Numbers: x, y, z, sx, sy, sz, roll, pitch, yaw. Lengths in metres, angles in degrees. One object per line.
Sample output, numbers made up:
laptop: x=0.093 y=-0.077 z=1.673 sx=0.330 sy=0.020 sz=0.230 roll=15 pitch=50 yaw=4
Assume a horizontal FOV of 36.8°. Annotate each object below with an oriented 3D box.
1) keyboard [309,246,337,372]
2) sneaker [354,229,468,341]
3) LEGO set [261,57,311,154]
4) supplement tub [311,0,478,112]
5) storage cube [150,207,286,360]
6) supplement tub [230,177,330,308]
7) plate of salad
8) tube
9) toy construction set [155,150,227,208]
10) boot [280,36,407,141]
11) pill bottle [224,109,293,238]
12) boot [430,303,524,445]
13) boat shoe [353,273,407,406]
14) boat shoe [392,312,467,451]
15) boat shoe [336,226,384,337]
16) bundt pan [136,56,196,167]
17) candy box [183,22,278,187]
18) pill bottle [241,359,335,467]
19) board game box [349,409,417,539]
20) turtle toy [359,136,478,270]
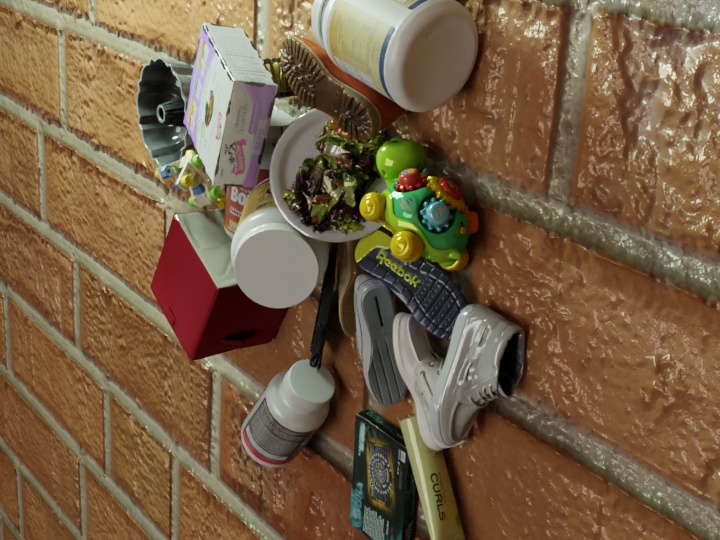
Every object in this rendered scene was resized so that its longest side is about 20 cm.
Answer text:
keyboard: x=-0.060 y=0.072 z=1.664 sx=0.201 sy=0.020 sz=0.128 roll=102 pitch=173 yaw=-45
sneaker: x=0.083 y=0.020 z=1.492 sx=0.074 sy=0.082 sz=0.200 roll=-48 pitch=67 yaw=6
LEGO set: x=-0.076 y=-0.242 z=1.591 sx=0.153 sy=0.115 sz=0.203 roll=21 pitch=116 yaw=49
supplement tub: x=0.040 y=-0.304 z=1.393 sx=0.200 sy=0.143 sz=0.146 roll=39 pitch=129 yaw=42
storage cube: x=-0.232 y=0.014 z=1.833 sx=0.201 sy=0.169 sz=0.181 roll=56 pitch=138 yaw=28
supplement tub: x=-0.115 y=-0.045 z=1.609 sx=0.201 sy=0.143 sz=0.147 roll=-86 pitch=4 yaw=-64
plate of salad: x=-0.031 y=-0.140 z=1.503 sx=0.048 sy=0.198 sz=0.202 roll=61 pitch=-172 yaw=-77
tube: x=0.106 y=0.305 z=1.542 sx=0.052 sy=0.057 sz=0.202 roll=120 pitch=137 yaw=-75
toy construction set: x=-0.238 y=-0.185 z=1.802 sx=0.131 sy=0.201 sz=0.092 roll=48 pitch=156 yaw=-23
boot: x=-0.023 y=-0.264 z=1.503 sx=0.200 sy=0.107 sz=0.075 roll=43 pitch=141 yaw=18
pill bottle: x=-0.158 y=-0.150 z=1.735 sx=0.112 sy=0.111 sz=0.202 roll=35 pitch=126 yaw=44
boot: x=0.155 y=0.151 z=1.413 sx=0.095 sy=0.073 sz=0.203 roll=28 pitch=114 yaw=46
boat shoe: x=0.031 y=0.097 z=1.584 sx=0.067 sy=0.073 sz=0.202 roll=-125 pitch=26 yaw=-63
boat shoe: x=0.102 y=0.149 z=1.503 sx=0.069 sy=0.071 sz=0.202 roll=-15 pitch=98 yaw=32
boat shoe: x=0.000 y=0.000 z=1.606 sx=0.069 sy=0.073 sz=0.202 roll=-118 pitch=31 yaw=-60
bundt pan: x=-0.330 y=-0.287 z=1.965 sx=0.201 sy=0.075 sz=0.205 roll=20 pitch=116 yaw=49
candy box: x=-0.196 y=-0.246 z=1.609 sx=0.201 sy=0.071 sz=0.169 roll=-120 pitch=40 yaw=-48
pill bottle: x=-0.117 y=0.233 z=1.786 sx=0.111 sy=0.110 sz=0.200 roll=61 pitch=141 yaw=23
board game box: x=0.036 y=0.333 z=1.673 sx=0.135 sy=0.028 sz=0.203 roll=29 pitch=122 yaw=47
turtle toy: x=0.078 y=-0.089 z=1.422 sx=0.101 sy=0.145 sz=0.201 roll=-50 pitch=57 yaw=22
